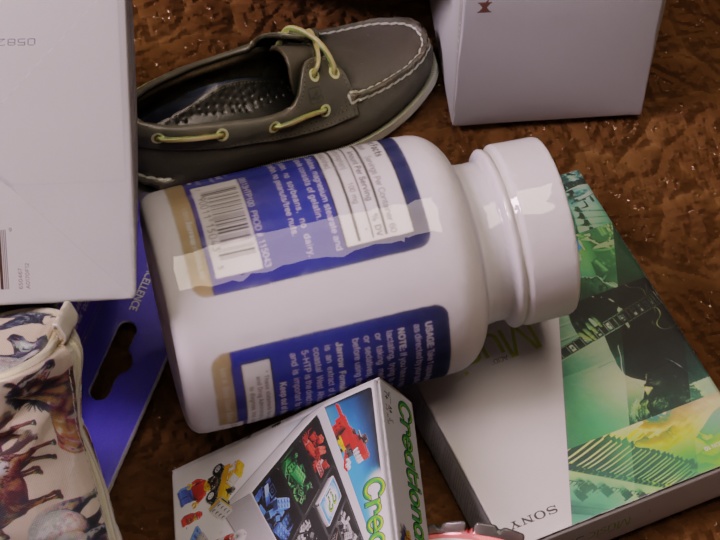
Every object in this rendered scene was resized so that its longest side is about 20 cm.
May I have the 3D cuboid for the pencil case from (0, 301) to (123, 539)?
[{"bbox_3d":[-0.140,0.116,0.963,0.089,0.202,0.078,-12,16,3],"label":"pencil case"}]

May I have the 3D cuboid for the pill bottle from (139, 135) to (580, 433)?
[{"bbox_3d":[0.000,0.000,1.056,0.198,0.120,0.120,-12,55,-8],"label":"pill bottle"}]

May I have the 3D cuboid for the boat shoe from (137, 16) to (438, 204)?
[{"bbox_3d":[-0.043,-0.098,1.201,0.200,0.061,0.072,-24,56,-19],"label":"boat shoe"}]

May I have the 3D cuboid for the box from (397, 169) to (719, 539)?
[{"bbox_3d":[0.094,0.049,1.116,0.143,0.036,0.201,-19,58,-15],"label":"box"}]

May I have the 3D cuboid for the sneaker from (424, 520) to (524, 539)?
[{"bbox_3d":[0.085,0.178,1.000,0.198,0.074,0.087,12,58,8],"label":"sneaker"}]

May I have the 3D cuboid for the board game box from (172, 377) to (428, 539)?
[{"bbox_3d":[-0.026,0.161,0.991,0.126,0.035,0.201,-25,50,24],"label":"board game box"}]

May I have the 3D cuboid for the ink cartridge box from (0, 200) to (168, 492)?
[{"bbox_3d":[-0.196,0.019,1.123,0.198,0.044,0.199,15,54,7],"label":"ink cartridge box"}]

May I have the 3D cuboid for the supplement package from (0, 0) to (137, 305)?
[{"bbox_3d":[-0.182,-0.083,1.027,0.150,0.152,0.200,-2,17,-5],"label":"supplement package"}]

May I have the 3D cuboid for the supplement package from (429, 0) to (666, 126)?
[{"bbox_3d":[0.097,-0.198,1.245,0.116,0.118,0.201,-3,53,-5],"label":"supplement package"}]
